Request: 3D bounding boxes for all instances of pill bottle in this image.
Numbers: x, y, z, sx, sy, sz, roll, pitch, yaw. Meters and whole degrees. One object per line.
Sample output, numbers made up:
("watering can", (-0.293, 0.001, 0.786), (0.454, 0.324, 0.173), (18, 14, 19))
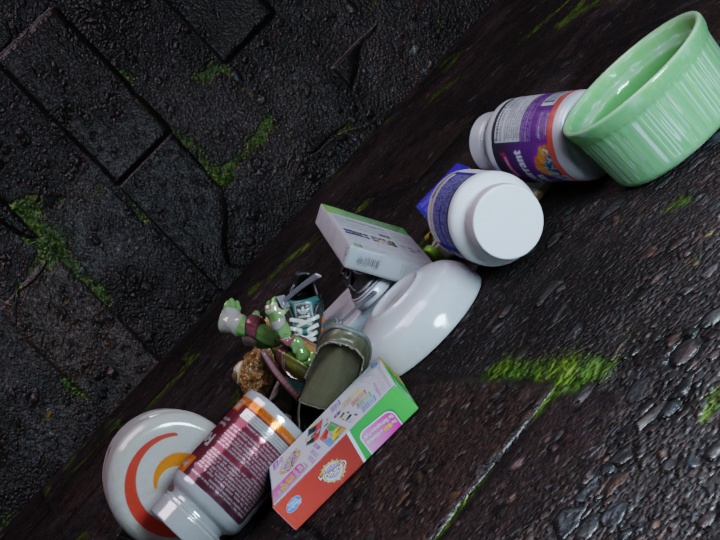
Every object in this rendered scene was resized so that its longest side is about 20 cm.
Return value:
("pill bottle", (0.161, -0.068, 1.513), (0.120, 0.120, 0.200), (-45, 10, -2))
("pill bottle", (-0.168, 0.265, 1.529), (0.200, 0.114, 0.114), (-47, 11, -16))
("pill bottle", (0.232, -0.170, 1.536), (0.112, 0.112, 0.199), (-48, 25, -21))

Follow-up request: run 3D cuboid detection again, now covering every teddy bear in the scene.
("teddy bear", (-0.148, 0.139, 1.826), (0.201, 0.066, 0.146), (-63, -4, -52))

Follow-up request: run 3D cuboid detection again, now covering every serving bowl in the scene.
("serving bowl", (0.066, 0.055, 1.565), (0.200, 0.066, 0.200), (-43, 11, 11))

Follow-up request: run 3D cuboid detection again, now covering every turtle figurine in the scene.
("turtle figurine", (-0.089, 0.068, 1.650), (0.192, 0.204, 0.143), (14, 21, 33))

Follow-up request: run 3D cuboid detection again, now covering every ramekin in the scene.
("ramekin", (0.337, -0.190, 1.356), (0.200, 0.098, 0.200), (-43, 11, 10))

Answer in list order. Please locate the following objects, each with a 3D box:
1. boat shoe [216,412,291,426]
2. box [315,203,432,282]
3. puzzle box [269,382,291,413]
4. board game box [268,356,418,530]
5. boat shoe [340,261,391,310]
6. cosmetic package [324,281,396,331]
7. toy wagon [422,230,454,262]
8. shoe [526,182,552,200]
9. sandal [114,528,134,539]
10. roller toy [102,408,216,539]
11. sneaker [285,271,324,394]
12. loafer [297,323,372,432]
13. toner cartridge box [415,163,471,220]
("boat shoe", (-0.188, 0.250, 1.754), (0.200, 0.060, 0.073), (-29, 27, 29))
("box", (0.022, -0.035, 1.729), (0.200, 0.142, 0.037), (-122, 51, -65))
("puzzle box", (-0.163, 0.227, 1.905), (0.133, 0.025, 0.200), (-45, 10, 7))
("board game box", (-0.025, 0.202, 1.419), (0.200, 0.040, 0.153), (-45, 10, 2))
("boat shoe", (0.000, 0.000, 1.751), (0.070, 0.066, 0.200), (-43, 12, 9))
("cosmetic package", (0.010, 0.055, 1.819), (0.151, 0.052, 0.200), (-43, 11, 2))
("toy wagon", (0.155, -0.072, 1.763), (0.156, 0.040, 0.200), (-49, 6, -22))
("shoe", (0.253, -0.150, 1.647), (0.200, 0.053, 0.070), (-47, 9, 5))
("sandal", (-0.275, 0.365, 1.724), (0.201, 0.080, 0.057), (-45, -14, -14))
("roller toy", (-0.261, 0.282, 1.636), (0.200, 0.183, 0.140), (-47, 10, -13))
("sneaker", (-0.086, 0.088, 1.754), (0.070, 0.081, 0.202), (-6, 45, -2))
("loafer", (-0.037, 0.148, 1.516), (0.070, 0.074, 0.202), (-73, 1, -46))
("toner cartridge box", (0.132, -0.107, 1.741), (0.095, 0.043, 0.200), (-47, 5, 5))
